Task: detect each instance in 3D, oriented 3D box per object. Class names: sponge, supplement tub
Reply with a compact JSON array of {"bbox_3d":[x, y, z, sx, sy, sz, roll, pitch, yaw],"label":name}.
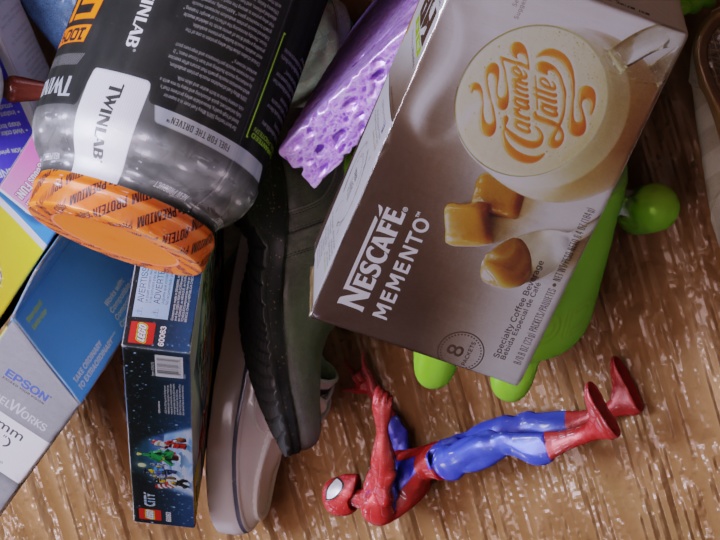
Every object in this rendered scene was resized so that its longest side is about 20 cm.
[{"bbox_3d":[0.022,-0.125,1.425,0.030,0.200,0.112,42,117,-9],"label":"sponge"},{"bbox_3d":[-0.092,-0.107,1.386,0.122,0.123,0.200,12,76,29],"label":"supplement tub"}]

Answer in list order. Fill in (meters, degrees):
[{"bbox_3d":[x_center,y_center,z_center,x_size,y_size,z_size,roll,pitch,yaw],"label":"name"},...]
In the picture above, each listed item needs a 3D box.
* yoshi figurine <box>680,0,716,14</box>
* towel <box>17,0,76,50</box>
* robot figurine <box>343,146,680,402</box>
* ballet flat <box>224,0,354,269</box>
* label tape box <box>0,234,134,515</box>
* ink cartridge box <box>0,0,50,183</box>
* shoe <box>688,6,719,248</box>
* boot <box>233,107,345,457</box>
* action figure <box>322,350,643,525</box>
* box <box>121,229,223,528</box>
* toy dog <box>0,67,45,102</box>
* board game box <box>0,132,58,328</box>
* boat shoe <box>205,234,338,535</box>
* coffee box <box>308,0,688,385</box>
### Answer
[{"bbox_3d":[0.136,-0.162,1.342,0.199,0.112,0.113,-5,119,24],"label":"yoshi figurine"},{"bbox_3d":[-0.177,-0.204,1.615,0.112,0.049,0.200,-45,75,29],"label":"towel"},{"bbox_3d":[0.076,-0.033,1.420,0.175,0.116,0.200,10,120,-1],"label":"robot figurine"},{"bbox_3d":[-0.075,-0.080,1.560,0.200,0.062,0.067,-60,44,23],"label":"ballet flat"},{"bbox_3d":[-0.172,0.037,1.564,0.063,0.144,0.200,34,131,-4],"label":"label tape box"},{"bbox_3d":[-0.274,-0.102,1.677,0.198,0.043,0.200,-4,118,32],"label":"ink cartridge box"},{"bbox_3d":[0.215,-0.043,1.408,0.070,0.053,0.201,-14,97,-2],"label":"shoe"},{"bbox_3d":[0.000,0.000,1.500,0.070,0.131,0.201,-142,46,-68],"label":"boot"},{"bbox_3d":[0.048,0.078,1.515,0.200,0.065,0.099,-27,93,30],"label":"action figure"},{"bbox_3d":[-0.102,0.036,1.505,0.038,0.200,0.137,5,57,1],"label":"box"},{"bbox_3d":[-0.235,-0.070,1.546,0.096,0.132,0.200,12,64,-1],"label":"toy dog"},{"bbox_3d":[-0.181,-0.040,1.544,0.040,0.153,0.200,34,120,-4],"label":"board game box"},{"bbox_3d":[-0.046,0.064,1.565,0.065,0.074,0.201,12,111,11],"label":"boat shoe"},{"bbox_3d":[0.062,-0.060,1.294,0.114,0.080,0.200,20,116,-10],"label":"coffee box"}]
